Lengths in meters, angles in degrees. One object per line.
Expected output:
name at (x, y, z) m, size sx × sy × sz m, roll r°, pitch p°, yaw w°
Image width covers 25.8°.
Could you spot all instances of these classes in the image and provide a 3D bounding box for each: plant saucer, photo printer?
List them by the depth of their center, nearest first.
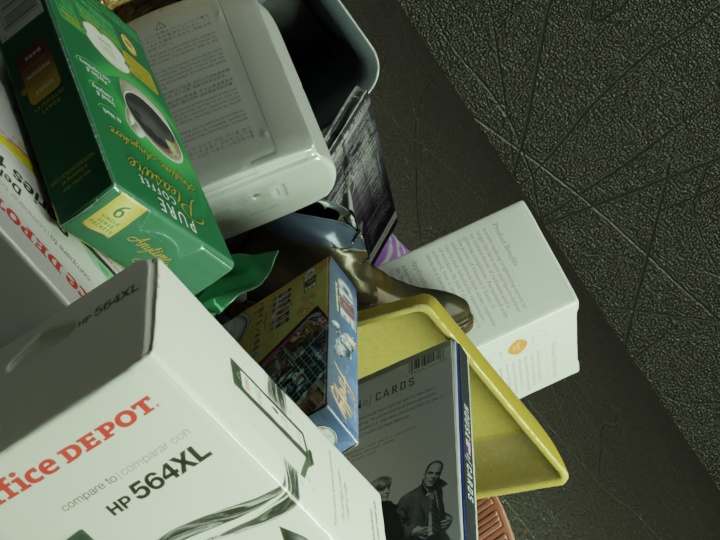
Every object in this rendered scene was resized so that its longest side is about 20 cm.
plant saucer at (0.028, 0.094, 1.157) m, size 0.200 × 0.199 × 0.049 m, roll 50°, pitch 42°, yaw -30°
photo printer at (-0.124, -0.116, 1.167) m, size 0.070 × 0.165 × 0.201 m, roll 70°, pitch -3°, yaw -56°

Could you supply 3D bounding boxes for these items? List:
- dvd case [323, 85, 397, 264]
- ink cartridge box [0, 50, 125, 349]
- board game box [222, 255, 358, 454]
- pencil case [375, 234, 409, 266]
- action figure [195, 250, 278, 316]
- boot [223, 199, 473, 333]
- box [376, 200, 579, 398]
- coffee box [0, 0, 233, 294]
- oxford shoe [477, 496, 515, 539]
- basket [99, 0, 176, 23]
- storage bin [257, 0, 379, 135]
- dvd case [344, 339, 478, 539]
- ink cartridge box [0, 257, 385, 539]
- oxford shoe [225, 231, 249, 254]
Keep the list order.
dvd case at (-0.019, -0.039, 1.320) m, size 0.016 × 0.149 × 0.200 m, roll 21°, pitch -25°, yaw 21°
ink cartridge box at (-0.190, -0.015, 0.878) m, size 0.145 × 0.084 × 0.200 m, roll 51°, pitch 15°, yaw -26°
board game box at (-0.065, 0.079, 1.006) m, size 0.035 × 0.135 × 0.200 m, roll 52°, pitch 16°, yaw -21°
pencil case at (-0.018, -0.025, 1.510) m, size 0.085 × 0.084 × 0.200 m, roll 39°, pitch -2°, yaw 38°
action figure at (-0.122, 0.052, 0.979) m, size 0.200 × 0.117 × 0.055 m, roll -67°, pitch 136°, yaw -63°
boot at (0.000, 0.000, 1.197) m, size 0.198 × 0.098 × 0.075 m, roll 5°, pitch 24°, yaw -16°
box at (0.075, 0.055, 1.329) m, size 0.153 × 0.199 × 0.107 m, roll 73°, pitch -9°, yaw -63°
coffee box at (-0.150, -0.087, 0.908) m, size 0.123 × 0.044 × 0.201 m, roll 38°, pitch 22°, yaw -56°
oxford shoe at (0.092, 0.205, 1.413) m, size 0.201 × 0.070 × 0.074 m, roll 63°, pitch 12°, yaw 19°
basket at (-0.178, -0.289, 1.227) m, size 0.150 × 0.199 × 0.143 m, roll 57°, pitch 16°, yaw 2°
storage bin at (-0.092, -0.163, 1.332) m, size 0.146 × 0.199 × 0.134 m, roll 51°, pitch 6°, yaw -23°
dvd case at (0.004, 0.145, 1.006) m, size 0.025 × 0.149 × 0.201 m, roll 52°, pitch 25°, yaw -33°
ink cartridge box at (-0.099, 0.114, 0.793) m, size 0.200 × 0.145 × 0.085 m, roll 48°, pitch 19°, yaw -30°
oxford shoe at (-0.061, -0.011, 1.333) m, size 0.072 × 0.072 × 0.200 m, roll 62°, pitch 14°, yaw 22°
